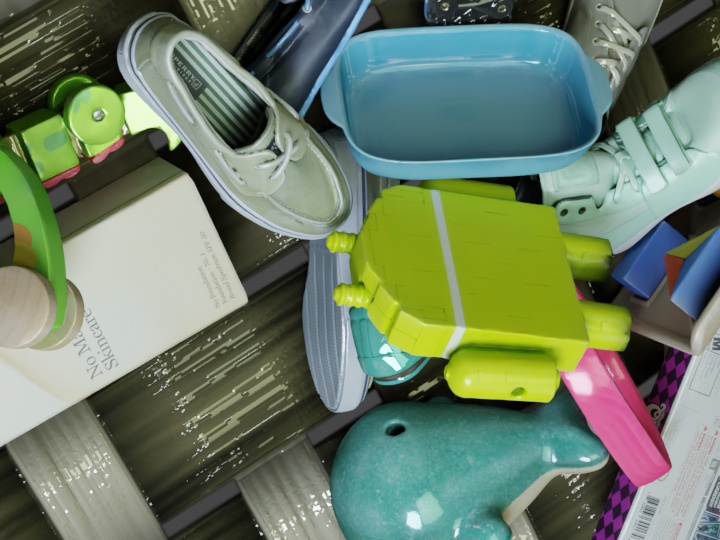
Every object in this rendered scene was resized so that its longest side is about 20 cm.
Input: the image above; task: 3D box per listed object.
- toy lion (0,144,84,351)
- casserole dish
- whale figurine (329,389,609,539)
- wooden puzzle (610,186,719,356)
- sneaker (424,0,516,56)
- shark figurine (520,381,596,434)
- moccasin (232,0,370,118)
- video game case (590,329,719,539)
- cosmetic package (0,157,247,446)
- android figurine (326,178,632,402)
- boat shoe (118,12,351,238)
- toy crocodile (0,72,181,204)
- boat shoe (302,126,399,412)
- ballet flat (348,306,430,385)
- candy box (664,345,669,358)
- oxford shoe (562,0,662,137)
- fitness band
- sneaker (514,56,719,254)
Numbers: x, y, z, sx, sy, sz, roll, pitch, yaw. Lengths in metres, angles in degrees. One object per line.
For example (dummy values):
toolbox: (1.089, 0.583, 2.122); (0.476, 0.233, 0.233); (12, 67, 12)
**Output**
toy lion: (-0.281, -0.026, 1.026); (0.198, 0.069, 0.194); (-16, 83, 11)
casserole dish: (0.071, -0.111, 1.164); (0.198, 0.122, 0.039); (-4, 145, -7)
whale figurine: (0.072, 0.133, 1.218); (0.198, 0.160, 0.104); (-21, 127, 2)
wooden puzzle: (0.250, -0.036, 1.240); (0.046, 0.200, 0.186); (34, 88, -10)
sneaker: (0.064, -0.240, 1.177); (0.071, 0.073, 0.201); (-13, 123, -4)
shark figurine: (0.125, 0.149, 1.288); (0.214, 0.089, 0.129); (-38, 113, -13)
moccasin: (-0.039, -0.177, 1.137); (0.068, 0.080, 0.201); (26, 91, -22)
video game case: (0.289, 0.151, 1.353); (0.180, 0.036, 0.202); (20, 93, -32)
cosmetic package: (-0.187, 0.020, 1.126); (0.199, 0.073, 0.104); (-32, 113, -14)
android figurine: (0.075, 0.006, 1.117); (0.198, 0.183, 0.041); (5, 137, -17)
boat shoe: (-0.073, -0.083, 1.084); (0.200, 0.062, 0.072); (41, 83, -32)
toy crocodile: (-0.208, -0.077, 1.094); (0.199, 0.067, 0.062); (-25, 111, -16)
boat shoe: (0.000, 0.000, 1.204); (0.061, 0.072, 0.202); (-5, 104, -27)
ballet flat: (0.054, 0.000, 1.186); (0.200, 0.067, 0.071); (-44, 122, -48)
candy box: (0.290, 0.090, 1.376); (0.101, 0.026, 0.202); (-7, 106, -22)
oxford shoe: (0.176, -0.162, 1.247); (0.075, 0.058, 0.201); (31, 88, -25)
fitness band: (0.169, 0.073, 1.230); (0.037, 0.144, 0.200); (-31, 136, 9)
sneaker: (0.186, -0.075, 1.191); (0.117, 0.074, 0.201); (-2, 146, -40)
